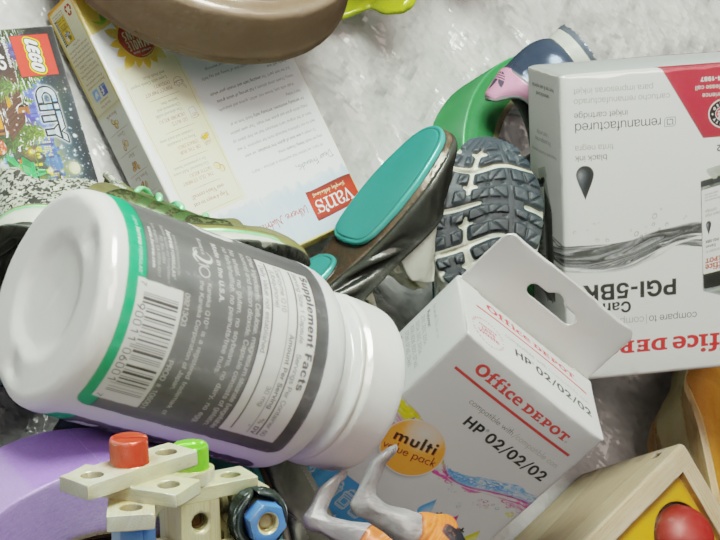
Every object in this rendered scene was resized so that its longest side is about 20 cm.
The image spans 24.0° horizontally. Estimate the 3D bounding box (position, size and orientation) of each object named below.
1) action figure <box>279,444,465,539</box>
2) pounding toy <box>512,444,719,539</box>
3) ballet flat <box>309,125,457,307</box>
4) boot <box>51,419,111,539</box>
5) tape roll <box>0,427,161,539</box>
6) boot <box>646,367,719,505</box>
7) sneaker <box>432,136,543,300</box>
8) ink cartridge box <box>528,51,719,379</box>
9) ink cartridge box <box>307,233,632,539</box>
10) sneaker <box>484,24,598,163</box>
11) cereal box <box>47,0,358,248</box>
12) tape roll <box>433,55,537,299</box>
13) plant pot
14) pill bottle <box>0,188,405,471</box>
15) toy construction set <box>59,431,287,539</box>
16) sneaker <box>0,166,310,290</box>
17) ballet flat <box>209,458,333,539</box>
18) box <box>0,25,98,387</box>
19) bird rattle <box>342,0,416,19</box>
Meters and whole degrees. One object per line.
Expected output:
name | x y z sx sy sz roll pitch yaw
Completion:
action figure | 0.034 0.195 0.882 0.104 0.200 0.194 -35 87 -33
pounding toy | 0.208 0.235 1.107 0.184 0.142 0.201 -35 95 -39
ballet flat | 0.000 0.000 1.061 0.200 0.068 0.068 -46 118 -5
boot | -0.176 0.122 0.925 0.198 0.075 0.098 12 46 -31
tape roll | -0.141 0.185 0.856 0.198 0.065 0.203 -8 106 -27
boot | 0.277 0.103 1.236 0.142 0.071 0.203 5 55 -25
sneaker | 0.071 0.013 1.119 0.077 0.086 0.203 6 82 -12
ink cartridge box | 0.191 -0.037 1.116 0.145 0.083 0.203 -5 102 -8
ink cartridge box | 0.063 0.088 1.015 0.115 0.200 0.068 37 22 -20
sneaker | 0.155 -0.064 1.182 0.082 0.070 0.201 -30 99 -8
cereal box | -0.094 -0.097 1.073 0.143 0.039 0.202 -24 89 -41
tape roll | 0.139 -0.056 1.227 0.199 0.048 0.203 14 65 -33
plant pot | -0.078 -0.255 1.019 0.198 0.175 0.202 13 45 -13
pill bottle | -0.079 0.039 0.882 0.199 0.113 0.114 20 61 -38
toy construction set | -0.096 0.157 0.790 0.130 0.092 0.202 -8 117 -28
sneaker | -0.120 -0.025 0.953 0.198 0.077 0.089 9 43 -29
ballet flat | -0.069 0.094 0.993 0.063 0.067 0.201 6 53 -49
box | -0.214 -0.036 0.961 0.136 0.038 0.202 -12 81 -39
bird rattle | 0.026 -0.273 1.197 0.163 0.113 0.200 44 48 6
